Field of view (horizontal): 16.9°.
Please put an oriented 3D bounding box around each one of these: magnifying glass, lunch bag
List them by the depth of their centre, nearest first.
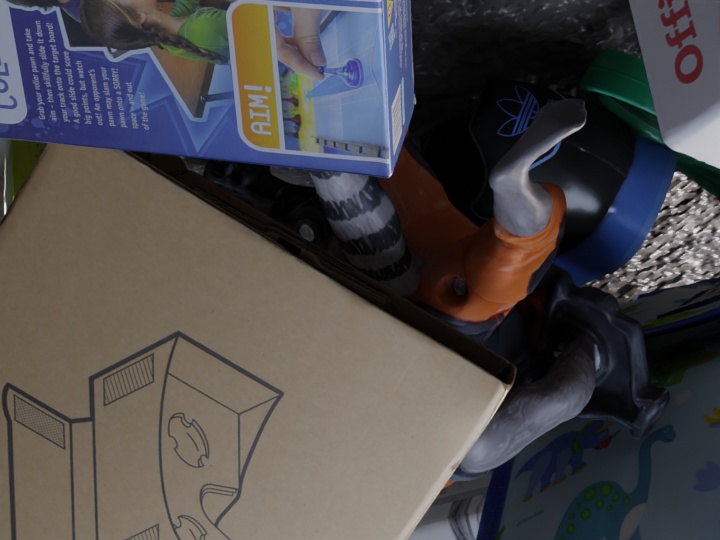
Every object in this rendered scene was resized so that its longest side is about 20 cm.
[{"bbox_3d":[0.143,0.066,0.894,0.170,0.200,0.127,-19,123,32],"label":"lunch bag"},{"bbox_3d":[0.138,-0.037,0.914,0.080,0.022,0.200,27,179,28],"label":"magnifying glass"}]

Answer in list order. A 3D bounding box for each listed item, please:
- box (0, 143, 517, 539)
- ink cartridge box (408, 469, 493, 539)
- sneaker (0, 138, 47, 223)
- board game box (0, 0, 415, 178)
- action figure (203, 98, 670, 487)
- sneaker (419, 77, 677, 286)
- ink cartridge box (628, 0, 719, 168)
[{"bbox_3d":[-0.069,0.069,0.777,0.163,0.021,0.200,31,111,-6],"label":"box"},{"bbox_3d":[0.079,0.114,1.068,0.200,0.083,0.147,-15,-167,11],"label":"ink cartridge box"},{"bbox_3d":[-0.103,-0.075,0.772,0.090,0.078,0.200,-24,155,-32],"label":"sneaker"},{"bbox_3d":[-0.057,-0.118,0.615,0.135,0.034,0.200,7,131,11],"label":"board game box"},{"bbox_3d":[0.000,0.000,0.824,0.200,0.105,0.194,22,135,28],"label":"action figure"},{"bbox_3d":[0.044,-0.016,0.923,0.078,0.070,0.200,28,150,-10],"label":"sneaker"},{"bbox_3d":[0.170,-0.105,0.716,0.125,0.129,0.200,18,141,-40],"label":"ink cartridge box"}]
